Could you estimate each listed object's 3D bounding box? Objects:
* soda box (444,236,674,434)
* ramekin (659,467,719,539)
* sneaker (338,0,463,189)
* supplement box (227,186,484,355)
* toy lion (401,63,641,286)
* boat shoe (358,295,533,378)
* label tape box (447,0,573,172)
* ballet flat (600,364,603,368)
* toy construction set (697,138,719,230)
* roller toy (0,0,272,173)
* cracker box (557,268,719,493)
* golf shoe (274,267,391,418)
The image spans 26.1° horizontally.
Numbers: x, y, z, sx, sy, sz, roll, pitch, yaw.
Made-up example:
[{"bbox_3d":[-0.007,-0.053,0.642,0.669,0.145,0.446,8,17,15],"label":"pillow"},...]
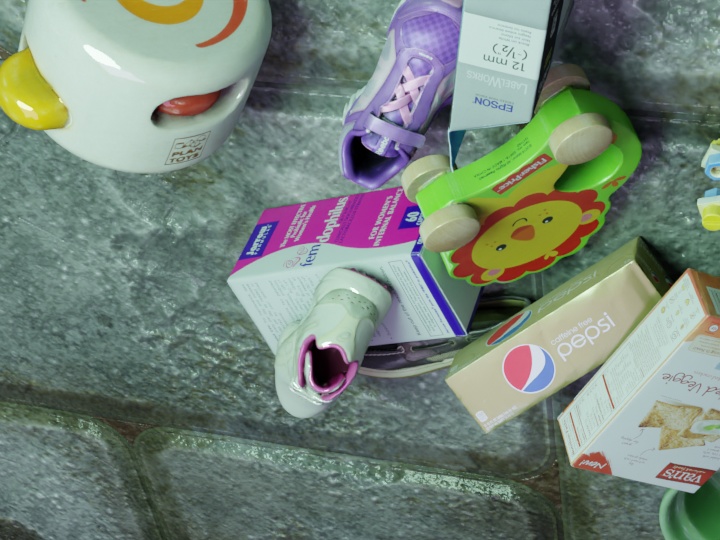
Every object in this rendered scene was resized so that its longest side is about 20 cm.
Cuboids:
[{"bbox_3d":[0.173,0.056,1.328,0.200,0.068,0.064,-35,98,22],"label":"soda box"},{"bbox_3d":[0.381,0.206,1.423,0.200,0.098,0.200,13,138,12],"label":"ramekin"},{"bbox_3d":[0.035,-0.136,1.232,0.080,0.088,0.200,28,137,-4],"label":"sneaker"},{"bbox_3d":[0.000,0.000,1.377,0.200,0.101,0.103,-9,129,31],"label":"supplement box"},{"bbox_3d":[0.140,-0.059,1.242,0.200,0.069,0.192,-35,148,24],"label":"toy lion"},{"bbox_3d":[0.073,0.053,1.428,0.201,0.072,0.066,-4,126,20],"label":"boat shoe"},{"bbox_3d":[0.114,-0.182,1.106,0.066,0.143,0.200,14,137,11],"label":"label tape box"},{"bbox_3d":[0.254,0.084,1.378,0.074,0.074,0.200,33,128,-11],"label":"ballet flat"},{"bbox_3d":[0.364,-0.034,1.198,0.200,0.092,0.131,12,138,28],"label":"toy construction set"},{"bbox_3d":[-0.171,-0.172,1.209,0.182,0.200,0.140,21,140,-7],"label":"roller toy"},{"bbox_3d":[0.275,0.097,1.288,0.134,0.058,0.200,14,132,-24],"label":"cracker box"},{"bbox_3d":[-0.038,0.081,1.335,0.075,0.092,0.200,23,140,-2],"label":"golf shoe"}]
